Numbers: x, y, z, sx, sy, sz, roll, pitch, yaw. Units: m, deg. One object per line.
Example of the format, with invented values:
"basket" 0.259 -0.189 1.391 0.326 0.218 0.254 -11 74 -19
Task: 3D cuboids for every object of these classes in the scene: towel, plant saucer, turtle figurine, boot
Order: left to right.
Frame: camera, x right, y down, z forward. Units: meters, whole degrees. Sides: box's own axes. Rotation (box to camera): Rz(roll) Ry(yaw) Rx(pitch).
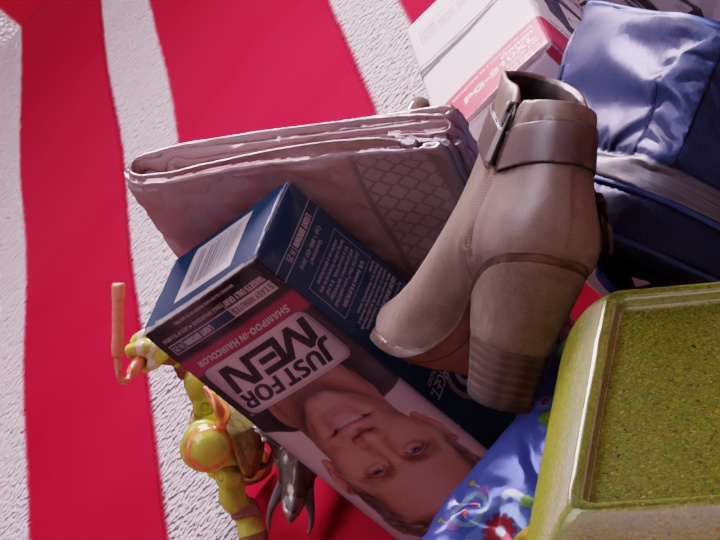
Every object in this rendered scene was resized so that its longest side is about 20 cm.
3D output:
"turtle figurine" -0.087 0.089 1.694 0.064 0.201 0.161 -26 2 5
"towel" 0.000 0.000 1.486 0.190 0.200 0.032 -7 47 26
"boot" 0.064 -0.020 1.319 0.200 0.070 0.147 -152 72 -69
"plant saucer" 0.162 0.063 1.140 0.199 0.048 0.200 -6 35 17

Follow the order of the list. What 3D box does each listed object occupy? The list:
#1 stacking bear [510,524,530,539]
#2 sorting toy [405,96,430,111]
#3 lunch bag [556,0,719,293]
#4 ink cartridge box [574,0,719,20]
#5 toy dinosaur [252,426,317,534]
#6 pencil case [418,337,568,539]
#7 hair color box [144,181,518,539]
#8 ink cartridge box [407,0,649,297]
"stacking bear" 0.102 0.147 1.189 0.200 0.114 0.121 -45 39 -16
"sorting toy" 0.006 -0.012 1.662 0.200 0.037 0.185 -48 -26 14
"lunch bag" 0.162 -0.040 1.356 0.133 0.135 0.200 -66 17 1
"ink cartridge box" 0.167 -0.194 1.639 0.200 0.144 0.084 -28 29 50
"toy dinosaur" 0.002 0.052 1.652 0.200 0.077 0.102 -44 -16 -22
"pencil case" 0.075 0.122 1.337 0.087 0.078 0.200 31 78 28
"hair color box" -0.002 0.054 1.463 0.100 0.200 0.061 -33 26 42
"ink cartridge box" 0.111 -0.083 1.553 0.084 0.145 0.200 -44 19 13
